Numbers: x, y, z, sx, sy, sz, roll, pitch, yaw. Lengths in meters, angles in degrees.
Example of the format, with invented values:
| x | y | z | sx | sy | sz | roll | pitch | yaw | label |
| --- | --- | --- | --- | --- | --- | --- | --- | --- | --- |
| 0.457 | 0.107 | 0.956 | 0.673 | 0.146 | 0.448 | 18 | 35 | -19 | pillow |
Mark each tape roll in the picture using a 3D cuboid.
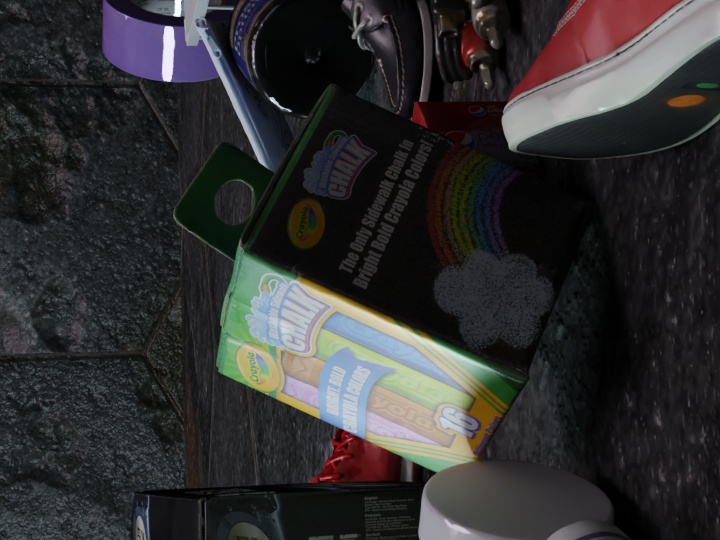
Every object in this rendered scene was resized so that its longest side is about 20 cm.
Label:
| x | y | z | sx | sy | sz | roll | pitch | yaw | label |
| --- | --- | --- | --- | --- | --- | --- | --- | --- | --- |
| -0.262 | -0.347 | 1.838 | 0.201 | 0.198 | 0.086 | -110 | 22 | -53 | tape roll |

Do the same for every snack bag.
| x | y | z | sx | sy | sz | roll | pitch | yaw | label |
| --- | --- | --- | --- | --- | --- | --- | --- | --- | --- |
| -0.104 | -0.160 | 1.296 | 0.200 | 0.021 | 0.190 | -63 | -51 | -79 | snack bag |

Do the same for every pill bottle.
| x | y | z | sx | sy | sz | roll | pitch | yaw | label |
| --- | --- | --- | --- | --- | --- | --- | --- | --- | --- |
| -0.061 | -0.210 | 1.193 | 0.200 | 0.111 | 0.113 | -128 | 40 | -68 | pill bottle |
| 0.070 | 0.206 | 0.658 | 0.116 | 0.114 | 0.202 | -130 | 41 | -69 | pill bottle |

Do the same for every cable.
| x | y | z | sx | sy | sz | roll | pitch | yaw | label |
| --- | --- | --- | --- | --- | --- | --- | --- | --- | --- |
| 0.071 | -0.200 | 0.840 | 0.098 | 0.050 | 0.201 | 79 | -168 | -52 | cable |

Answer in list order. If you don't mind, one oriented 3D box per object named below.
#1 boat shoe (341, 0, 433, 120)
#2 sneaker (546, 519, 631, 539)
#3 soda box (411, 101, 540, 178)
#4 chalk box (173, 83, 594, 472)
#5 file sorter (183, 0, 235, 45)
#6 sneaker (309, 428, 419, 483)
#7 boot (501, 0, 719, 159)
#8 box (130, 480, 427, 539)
| x | y | z | sx | sy | sz | roll | pitch | yaw | label |
| --- | --- | --- | --- | --- | --- | --- | --- | --- | --- |
| 0.015 | -0.201 | 0.981 | 0.074 | 0.060 | 0.202 | 121 | 146 | -64 | boat shoe |
| 0.124 | 0.213 | 0.552 | 0.114 | 0.072 | 0.203 | -155 | 55 | -71 | sneaker |
| 0.054 | -0.007 | 0.824 | 0.070 | 0.063 | 0.201 | -108 | 22 | -45 | soda box |
| 0.000 | 0.000 | 0.695 | 0.124 | 0.198 | 0.125 | 108 | -172 | -54 | chalk box |
| -0.127 | -0.347 | 1.432 | 0.200 | 0.123 | 0.140 | 139 | 128 | -73 | file sorter |
| -0.016 | 0.154 | 1.013 | 0.078 | 0.114 | 0.202 | 125 | 140 | -66 | sneaker |
| 0.117 | -0.133 | 0.547 | 0.200 | 0.072 | 0.146 | 148 | 121 | -65 | boot |
| -0.037 | 0.187 | 0.871 | 0.164 | 0.198 | 0.087 | 163 | 107 | -65 | box |
